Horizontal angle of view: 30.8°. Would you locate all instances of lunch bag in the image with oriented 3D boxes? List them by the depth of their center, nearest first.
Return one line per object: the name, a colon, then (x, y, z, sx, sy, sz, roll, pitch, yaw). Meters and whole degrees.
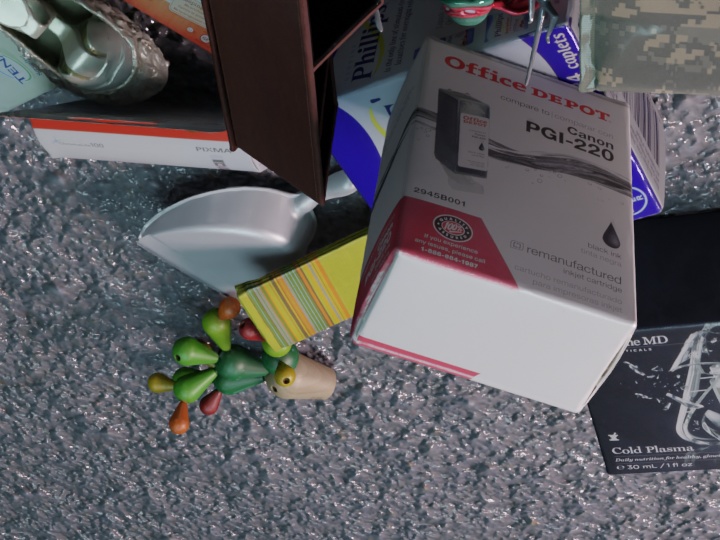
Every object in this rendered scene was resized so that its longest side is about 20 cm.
lunch bag: (0.209, -0.192, 0.736, 0.163, 0.201, 0.118, 4, 135, 13)

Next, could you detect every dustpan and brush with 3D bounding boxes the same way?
dustpan and brush: (-0.069, -0.041, 1.086, 0.199, 0.058, 0.139, -14, 147, 36)

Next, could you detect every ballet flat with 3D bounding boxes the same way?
ballet flat: (-0.209, -0.162, 0.870, 0.072, 0.072, 0.200, -26, 135, 35)

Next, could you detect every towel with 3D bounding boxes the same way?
towel: (0.000, 0.000, 1.084, 0.199, 0.018, 0.086, -25, 138, 3)

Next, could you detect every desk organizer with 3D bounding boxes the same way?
desk organizer: (-0.035, -0.132, 0.751, 0.077, 0.072, 0.200, 35, 157, 20)

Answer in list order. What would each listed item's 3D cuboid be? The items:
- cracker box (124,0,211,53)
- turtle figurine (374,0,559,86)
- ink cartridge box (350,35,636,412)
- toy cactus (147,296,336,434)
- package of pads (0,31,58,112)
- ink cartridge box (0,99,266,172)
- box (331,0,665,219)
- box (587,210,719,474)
cracker box: (-0.098, -0.247, 0.843, 0.133, 0.058, 0.200, 29, 136, -20)
turtle figurine: (0.059, -0.215, 0.773, 0.149, 0.101, 0.201, 4, 113, 15)
ink cartridge box: (0.084, -0.034, 0.782, 0.145, 0.201, 0.085, 17, 133, -7)
toy cactus: (-0.097, 0.097, 1.214, 0.164, 0.103, 0.200, 15, 146, -30)
package of pads: (-0.294, -0.201, 0.929, 0.154, 0.069, 0.200, -18, 132, 29)
ink cartridge box: (-0.154, -0.093, 0.941, 0.161, 0.200, 0.057, 5, 105, 7)
box: (0.091, -0.110, 0.926, 0.199, 0.105, 0.184, -14, 133, 27)
box: (0.284, 0.061, 1.071, 0.199, 0.124, 0.197, -6, 135, 19)
